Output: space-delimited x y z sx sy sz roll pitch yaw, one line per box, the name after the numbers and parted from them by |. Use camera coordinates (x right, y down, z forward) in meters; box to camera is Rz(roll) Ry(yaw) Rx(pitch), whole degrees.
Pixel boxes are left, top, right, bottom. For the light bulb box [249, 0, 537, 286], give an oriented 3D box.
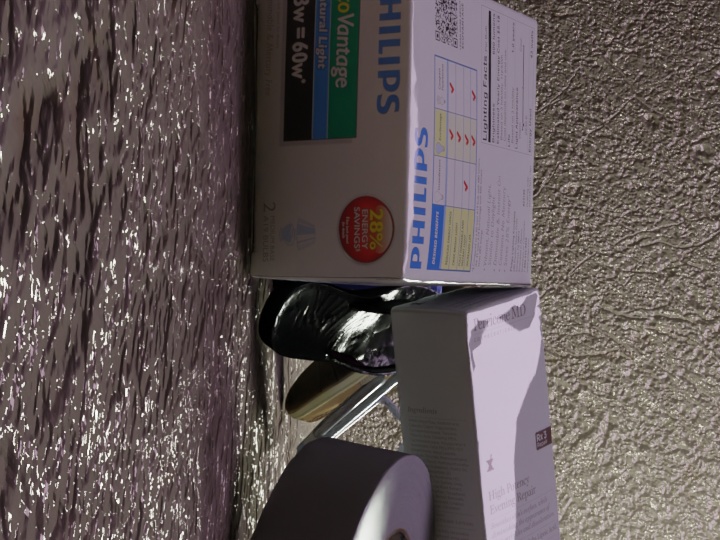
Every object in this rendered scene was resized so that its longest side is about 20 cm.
0.028 -0.090 0.916 0.199 0.123 0.201 3 88 -59 | light bulb box

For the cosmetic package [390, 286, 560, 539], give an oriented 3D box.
0.085 0.118 0.964 0.101 0.073 0.203 -14 102 -49 | cosmetic package

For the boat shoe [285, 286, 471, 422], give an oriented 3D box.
0.025 0.083 1.191 0.063 0.200 0.073 54 1 -22 | boat shoe

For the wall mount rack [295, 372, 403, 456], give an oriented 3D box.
-0.019 0.157 1.027 0.075 0.173 0.200 48 -17 6 | wall mount rack

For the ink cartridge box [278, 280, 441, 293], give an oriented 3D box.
0.000 0.000 1.132 0.201 0.134 0.077 -86 179 -65 | ink cartridge box

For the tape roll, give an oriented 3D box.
-0.013 0.214 0.863 0.200 0.065 0.203 8 90 -70 | tape roll

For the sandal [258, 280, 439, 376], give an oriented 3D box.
0.008 0.049 0.992 0.199 0.048 0.076 5 109 -48 | sandal
